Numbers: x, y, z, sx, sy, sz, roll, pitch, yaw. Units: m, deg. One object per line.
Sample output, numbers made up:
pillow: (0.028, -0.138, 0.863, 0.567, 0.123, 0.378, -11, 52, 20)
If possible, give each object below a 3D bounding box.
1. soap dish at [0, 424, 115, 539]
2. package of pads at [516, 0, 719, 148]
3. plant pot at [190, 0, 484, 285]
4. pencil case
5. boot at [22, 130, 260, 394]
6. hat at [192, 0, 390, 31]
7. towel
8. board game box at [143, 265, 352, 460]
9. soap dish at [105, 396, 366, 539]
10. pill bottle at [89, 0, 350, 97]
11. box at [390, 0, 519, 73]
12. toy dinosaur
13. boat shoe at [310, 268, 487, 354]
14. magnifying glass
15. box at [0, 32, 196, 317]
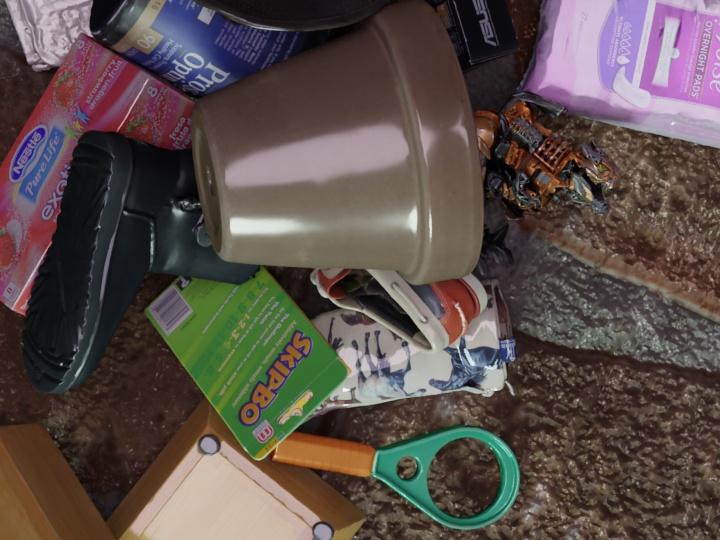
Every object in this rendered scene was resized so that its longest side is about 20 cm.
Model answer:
soap dish: (-0.261, 0.224, 1.613, 0.157, 0.081, 0.200, -45, 49, 6)
package of pads: (0.225, -0.165, 1.663, 0.198, 0.076, 0.122, 12, 94, 0)
plant pot: (-0.024, -0.079, 1.521, 0.173, 0.200, 0.202, -10, 92, -11)
pencil case: (0.020, 0.067, 1.668, 0.198, 0.078, 0.090, -11, 75, 0)
boot: (-0.146, 0.000, 1.596, 0.167, 0.076, 0.202, 8, 102, -41)
hat: (-0.059, -0.221, 1.533, 0.199, 0.081, 0.202, 9, 55, -13)
towel: (-0.183, -0.243, 1.682, 0.199, 0.034, 0.133, -22, 92, 1)
board game box: (-0.083, 0.057, 1.629, 0.095, 0.200, 0.030, -43, 133, 2)
soap dish: (-0.116, 0.219, 1.672, 0.157, 0.081, 0.200, 39, 90, -1)
pill bottle: (-0.091, -0.177, 1.622, 0.199, 0.112, 0.112, 28, 92, -22)
box: (0.038, -0.238, 1.618, 0.044, 0.160, 0.202, -18, 92, -23)
toy dinosaur: (0.095, -0.075, 1.651, 0.199, 0.102, 0.137, 24, 105, 38)
boat shoe: (0.000, 0.000, 1.635, 0.199, 0.071, 0.063, 28, 58, 29)
magnifying glass: (0.028, 0.150, 1.675, 0.198, 0.022, 0.080, 11, 91, -14)
box: (-0.205, -0.061, 1.639, 0.102, 0.094, 0.201, 34, 93, 42)
